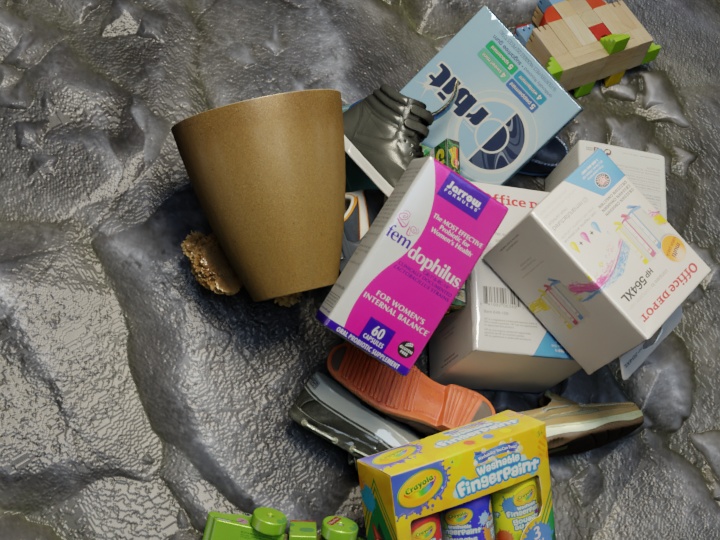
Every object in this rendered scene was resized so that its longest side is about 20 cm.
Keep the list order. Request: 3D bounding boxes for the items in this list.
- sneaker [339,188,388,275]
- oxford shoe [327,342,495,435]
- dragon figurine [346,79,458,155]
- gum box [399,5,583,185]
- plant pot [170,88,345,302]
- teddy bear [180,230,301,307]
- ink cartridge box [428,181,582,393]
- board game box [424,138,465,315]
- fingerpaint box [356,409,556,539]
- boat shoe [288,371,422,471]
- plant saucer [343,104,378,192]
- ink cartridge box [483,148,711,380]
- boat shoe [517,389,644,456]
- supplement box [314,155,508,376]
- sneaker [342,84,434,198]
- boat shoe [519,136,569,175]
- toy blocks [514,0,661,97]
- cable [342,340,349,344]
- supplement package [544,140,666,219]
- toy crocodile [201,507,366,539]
[{"bbox_3d":[0.000,0.000,1.349,0.079,0.079,0.201,4,60,1],"label":"sneaker"},{"bbox_3d":[0.049,0.146,1.349,0.199,0.073,0.072,27,60,-3],"label":"oxford shoe"},{"bbox_3d":[0.020,-0.166,1.411,0.099,0.199,0.059,13,60,-57],"label":"dragon figurine"},{"bbox_3d":[0.139,-0.187,1.459,0.200,0.045,0.170,-44,84,14],"label":"gum box"},{"bbox_3d":[-0.090,-0.074,1.286,0.185,0.186,0.201,-13,89,-19],"label":"plant pot"},{"bbox_3d":[-0.109,-0.028,1.388,0.145,0.067,0.200,43,57,-1],"label":"teddy bear"},{"bbox_3d":[0.167,0.023,1.389,0.146,0.146,0.201,6,68,-16],"label":"ink cartridge box"},{"bbox_3d":[0.080,-0.040,1.374,0.023,0.105,0.201,11,66,-27],"label":"board game box"},{"bbox_3d":[0.107,0.257,1.270,0.199,0.073,0.168,-13,102,-29],"label":"fingerpaint box"},{"bbox_3d":[0.013,0.191,1.333,0.200,0.071,0.064,35,97,-9],"label":"boat shoe"},{"bbox_3d":[0.004,-0.115,1.472,0.070,0.019,0.201,-13,72,-20],"label":"plant saucer"},{"bbox_3d":[0.258,0.001,1.275,0.200,0.125,0.128,47,62,4],"label":"ink cartridge box"},{"bbox_3d":[0.232,0.172,1.397,0.199,0.072,0.076,-9,60,-18],"label":"boat shoe"},{"bbox_3d":[0.050,-0.006,1.232,0.101,0.103,0.201,32,88,-8],"label":"supplement box"},{"bbox_3d":[0.057,-0.127,1.325,0.099,0.071,0.200,-45,70,8],"label":"sneaker"},{"bbox_3d":[0.174,-0.180,1.515,0.199,0.069,0.085,21,65,-6],"label":"boat shoe"},{"bbox_3d":[0.284,-0.318,1.597,0.199,0.100,0.137,-21,64,-23],"label":"toy blocks"},{"bbox_3d":[0.038,0.013,1.403,0.097,0.050,0.201,13,76,-9],"label":"cable"},{"bbox_3d":[0.297,-0.037,1.467,0.117,0.117,0.201,9,67,-12],"label":"supplement package"},{"bbox_3d":[-0.067,0.288,1.272,0.199,0.062,0.068,9,102,-6],"label":"toy crocodile"}]
